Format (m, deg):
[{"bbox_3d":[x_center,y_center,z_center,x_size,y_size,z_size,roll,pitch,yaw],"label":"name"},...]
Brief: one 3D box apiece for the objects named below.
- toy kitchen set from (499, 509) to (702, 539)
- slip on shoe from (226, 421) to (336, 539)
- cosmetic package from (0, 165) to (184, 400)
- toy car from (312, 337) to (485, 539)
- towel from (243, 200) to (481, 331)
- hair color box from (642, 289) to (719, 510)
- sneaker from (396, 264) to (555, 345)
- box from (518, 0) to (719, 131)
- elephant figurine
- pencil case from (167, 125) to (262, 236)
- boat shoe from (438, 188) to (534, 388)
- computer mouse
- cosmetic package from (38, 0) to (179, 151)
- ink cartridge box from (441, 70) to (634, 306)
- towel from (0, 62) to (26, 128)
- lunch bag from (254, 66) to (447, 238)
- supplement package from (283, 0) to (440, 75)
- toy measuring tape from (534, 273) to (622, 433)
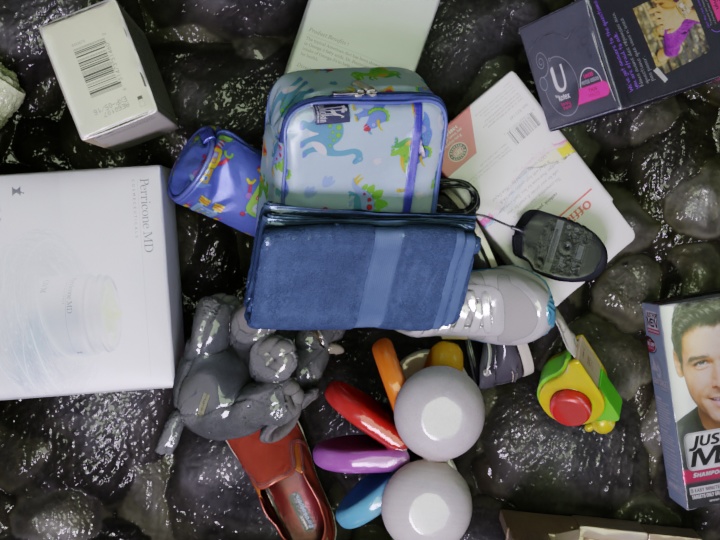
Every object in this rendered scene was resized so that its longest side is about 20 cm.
[{"bbox_3d":[0.229,0.336,1.186,0.196,0.180,0.166,5,93,1],"label":"toy kitchen set"},{"bbox_3d":[-0.082,0.189,1.219,0.073,0.061,0.202,-26,88,0],"label":"slip on shoe"},{"bbox_3d":[-0.270,0.010,1.172,0.196,0.123,0.203,-4,93,-5],"label":"cosmetic package"},{"bbox_3d":[0.031,0.161,1.170,0.147,0.175,0.204,8,93,-3],"label":"toy car"},{"bbox_3d":[0.000,0.000,1.064,0.197,0.049,0.113,0,124,-21],"label":"towel"},{"bbox_3d":[0.347,0.125,1.244,0.097,0.061,0.204,-9,92,-3],"label":"hair color box"},{"bbox_3d":[0.087,0.035,1.162,0.198,0.080,0.078,6,108,37],"label":"sneaker"},{"bbox_3d":[0.268,-0.212,1.166,0.197,0.122,0.108,-19,94,-23],"label":"box"},{"bbox_3d":[-0.081,0.093,1.171,0.152,0.200,0.144,-1,87,18],"label":"elephant figurine"},{"bbox_3d":[-0.078,-0.068,1.170,0.198,0.078,0.088,22,109,-28],"label":"pencil case"},{"bbox_3d":[0.105,0.021,1.220,0.062,0.073,0.203,-24,98,-5],"label":"boat shoe"},{"bbox_3d":[0.136,-0.038,1.175,0.197,0.034,0.059,22,82,2],"label":"computer mouse"},{"bbox_3d":[-0.220,-0.170,1.128,0.072,0.200,0.105,-21,92,-3],"label":"cosmetic package"},{"bbox_3d":[0.161,-0.076,1.221,0.116,0.067,0.201,-38,93,-1],"label":"ink cartridge box"},{"bbox_3d":[-0.435,-0.172,1.196,0.199,0.036,0.149,34,91,-4],"label":"towel"},{"bbox_3d":[-0.006,-0.075,1.094,0.158,0.083,0.203,-3,122,-20],"label":"lunch bag"},{"bbox_3d":[0.000,-0.220,1.180,0.115,0.117,0.203,20,92,-4],"label":"supplement package"},{"bbox_3d":[0.188,0.089,1.214,0.073,0.074,0.201,-38,117,-1],"label":"toy measuring tape"}]
